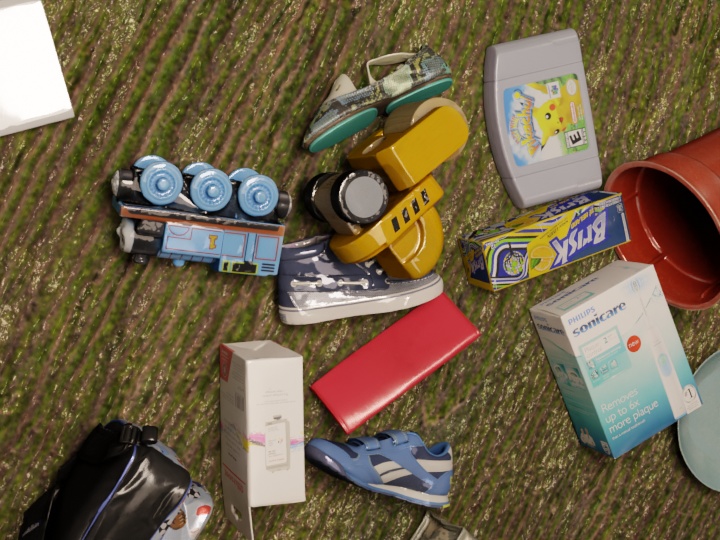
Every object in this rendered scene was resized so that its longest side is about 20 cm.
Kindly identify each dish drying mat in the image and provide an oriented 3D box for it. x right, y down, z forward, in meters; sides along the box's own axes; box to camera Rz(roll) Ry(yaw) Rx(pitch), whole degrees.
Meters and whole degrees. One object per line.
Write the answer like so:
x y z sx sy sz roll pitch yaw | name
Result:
0.042 0.107 1.406 0.200 0.018 0.077 -35 64 -15 | dish drying mat

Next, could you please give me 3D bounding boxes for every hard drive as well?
-0.407 -0.195 1.217 0.199 0.026 0.133 -18 101 -19 | hard drive

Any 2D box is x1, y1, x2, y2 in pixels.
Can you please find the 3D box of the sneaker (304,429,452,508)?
0.024 0.219 1.404 0.199 0.074 0.083 20 83 -27 | sneaker

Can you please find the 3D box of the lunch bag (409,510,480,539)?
0.105 0.421 1.428 0.164 0.117 0.201 38 77 -21 | lunch bag

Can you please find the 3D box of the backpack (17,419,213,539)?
-0.250 0.245 1.235 0.154 0.190 0.200 41 85 -25 | backpack

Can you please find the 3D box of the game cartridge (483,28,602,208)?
0.218 -0.183 1.457 0.133 0.040 0.201 -15 100 -15 | game cartridge

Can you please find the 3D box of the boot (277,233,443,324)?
0.000 0.000 1.368 0.199 0.073 0.091 -10 105 -19 | boot

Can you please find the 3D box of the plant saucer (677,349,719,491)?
0.497 0.194 1.600 0.200 0.039 0.202 -2 97 -21 | plant saucer

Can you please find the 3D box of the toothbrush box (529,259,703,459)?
0.320 0.108 1.498 0.146 0.085 0.201 -26 103 -17 | toothbrush box

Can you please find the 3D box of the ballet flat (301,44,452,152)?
0.009 -0.201 1.366 0.199 0.074 0.075 -26 104 -19 | ballet flat

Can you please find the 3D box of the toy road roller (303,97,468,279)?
0.047 -0.081 1.315 0.200 0.123 0.146 -42 107 -15 | toy road roller

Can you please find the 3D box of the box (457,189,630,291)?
0.225 -0.039 1.454 0.199 0.070 0.065 -20 104 -18 | box

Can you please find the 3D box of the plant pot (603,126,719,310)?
0.439 -0.085 1.479 0.195 0.200 0.202 -30 105 -25 | plant pot

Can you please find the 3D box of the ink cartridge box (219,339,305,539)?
-0.109 0.186 1.322 0.067 0.116 0.201 -2 97 -21 | ink cartridge box

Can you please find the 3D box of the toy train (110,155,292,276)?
-0.173 -0.057 1.292 0.199 0.087 0.115 6 99 -22 | toy train
